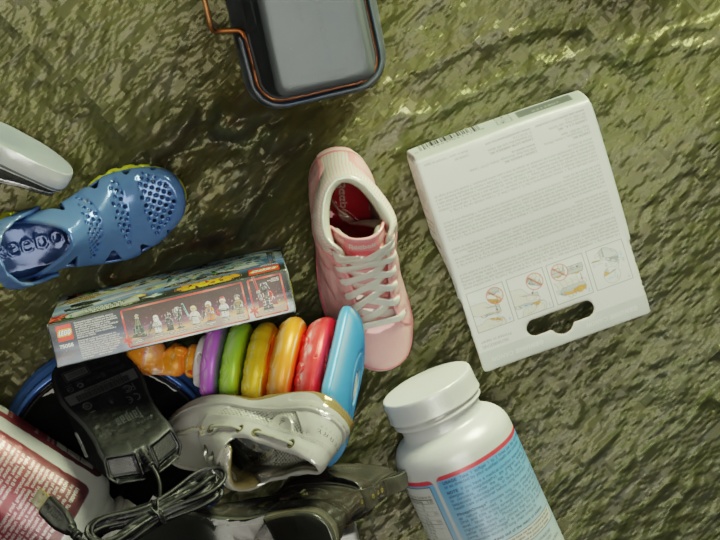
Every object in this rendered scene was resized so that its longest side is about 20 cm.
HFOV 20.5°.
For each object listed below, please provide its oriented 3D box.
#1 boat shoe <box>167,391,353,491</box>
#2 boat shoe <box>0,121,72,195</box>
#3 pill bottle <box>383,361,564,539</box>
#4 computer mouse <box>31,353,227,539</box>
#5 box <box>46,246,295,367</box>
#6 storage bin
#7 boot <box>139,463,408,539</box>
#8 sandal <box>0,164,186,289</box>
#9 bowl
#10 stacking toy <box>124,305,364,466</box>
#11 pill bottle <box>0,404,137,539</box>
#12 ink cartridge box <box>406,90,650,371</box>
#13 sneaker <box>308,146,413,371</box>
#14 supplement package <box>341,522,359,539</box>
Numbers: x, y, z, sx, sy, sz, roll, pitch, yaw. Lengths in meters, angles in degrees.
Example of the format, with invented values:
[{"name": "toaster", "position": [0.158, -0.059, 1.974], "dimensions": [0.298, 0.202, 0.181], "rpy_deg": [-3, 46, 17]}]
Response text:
[{"name": "boat shoe", "position": [-0.097, 0.145, 1.614], "dimensions": [0.071, 0.199, 0.070], "rpy_deg": [47, 50, -28]}, {"name": "boat shoe", "position": [-0.340, -0.097, 1.651], "dimensions": [0.199, 0.070, 0.067], "rpy_deg": [22, 106, -8]}, {"name": "pill bottle", "position": [0.097, 0.186, 1.719], "dimensions": [0.108, 0.109, 0.201], "rpy_deg": [-24, 102, 0]}, {"name": "computer mouse", "position": [-0.211, 0.153, 1.609], "dimensions": [0.140, 0.200, 0.046], "rpy_deg": [-28, 143, -24]}, {"name": "box", "position": [-0.156, 0.029, 1.653], "dimensions": [0.199, 0.137, 0.040], "rpy_deg": [-13, 99, -2]}, {"name": "storage bin", "position": [-0.057, -0.229, 1.616], "dimensions": [0.145, 0.134, 0.201], "rpy_deg": [-12, 100, -3]}, {"name": "boot", "position": [-0.073, 0.206, 1.648], "dimensions": [0.199, 0.174, 0.070], "rpy_deg": [-4, 100, 18]}, {"name": "sandal", "position": [-0.239, -0.030, 1.662], "dimensions": [0.199, 0.087, 0.080], "rpy_deg": [-23, 100, -2]}, {"name": "bowl", "position": [-0.214, 0.164, 1.723], "dimensions": [0.199, 0.039, 0.202], "rpy_deg": [-1, 101, -5]}, {"name": "stacking toy", "position": [-0.100, 0.083, 1.668], "dimensions": [0.199, 0.110, 0.116], "rpy_deg": [8, 144, 7]}, {"name": "pill bottle", "position": [-0.281, 0.191, 1.645], "dimensions": [0.200, 0.114, 0.114], "rpy_deg": [35, 96, -10]}, {"name": "ink cartridge box", "position": [0.146, -0.035, 1.719], "dimensions": [0.162, 0.057, 0.201], "rpy_deg": [-19, 110, -1]}, {"name": "sneaker", "position": [0.000, 0.000, 1.679], "dimensions": [0.075, 0.105, 0.201], "rpy_deg": [-14, 103, -4]}, {"name": "supplement package", "position": [-0.042, 0.314, 1.724], "dimensions": [0.119, 0.121, 0.201], "rpy_deg": [-13, 102, -2]}]
